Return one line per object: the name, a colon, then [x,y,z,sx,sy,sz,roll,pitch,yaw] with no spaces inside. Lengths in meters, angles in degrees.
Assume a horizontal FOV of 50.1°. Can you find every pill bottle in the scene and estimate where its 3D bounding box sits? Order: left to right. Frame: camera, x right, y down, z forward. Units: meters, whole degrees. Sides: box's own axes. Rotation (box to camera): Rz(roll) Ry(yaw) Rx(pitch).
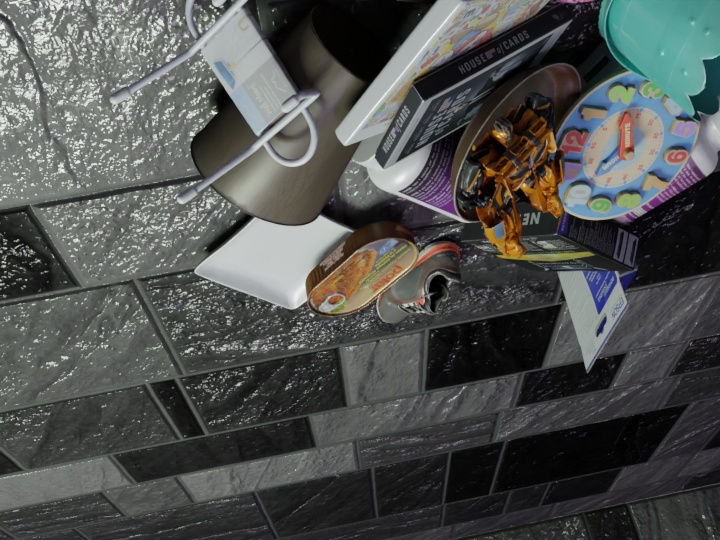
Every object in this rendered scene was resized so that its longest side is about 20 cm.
pill bottle: [0.083,-0.137,0.937,0.197,0.115,0.112,17,137,-37]
pill bottle: [0.395,-0.153,1.017,0.198,0.115,0.111,-34,141,30]

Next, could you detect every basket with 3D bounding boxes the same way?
basket: [-0.062,-0.168,0.833,0.177,0.139,0.200,15,134,-34]

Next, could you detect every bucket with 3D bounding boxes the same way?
bucket: [0.339,-0.268,0.749,0.205,0.135,0.209,-36,154,-21]

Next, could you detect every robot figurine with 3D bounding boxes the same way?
robot figurine: [0.171,-0.098,0.832,0.145,0.058,0.200,-46,152,-5]

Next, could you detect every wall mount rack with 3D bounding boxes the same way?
wall mount rack: [-0.138,-0.170,0.745,0.172,0.202,0.074,-33,-177,28]

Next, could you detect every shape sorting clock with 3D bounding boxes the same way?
shape sorting clock: [0.313,-0.145,0.916,0.194,0.040,0.204,-6,128,-7]

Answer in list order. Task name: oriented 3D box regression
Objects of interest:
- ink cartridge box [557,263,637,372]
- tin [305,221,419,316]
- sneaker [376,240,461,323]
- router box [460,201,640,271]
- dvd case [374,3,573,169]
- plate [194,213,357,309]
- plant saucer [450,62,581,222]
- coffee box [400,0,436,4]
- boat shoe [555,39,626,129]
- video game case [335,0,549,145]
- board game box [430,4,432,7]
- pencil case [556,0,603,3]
ink cartridge box: [0.361,0.017,1.173,0.046,0.204,0.200,-6,147,-7]
tin: [0.000,0.000,1.124,0.110,0.043,0.199,22,131,-38]
sneaker: [0.090,0.039,1.222,0.075,0.084,0.201,9,141,-29]
router box: [0.262,-0.045,1.082,0.154,0.054,0.198,20,170,-30]
dvd case: [0.113,-0.187,0.798,0.198,0.025,0.151,-33,172,-20]
plate: [-0.106,-0.028,1.105,0.198,0.033,0.198,-37,139,30]
plant saucer: [0.167,-0.145,0.860,0.198,0.032,0.202,-34,150,-22]
coffee box: [0.102,-0.341,0.675,0.111,0.081,0.202,-1,145,-17]
boat shoe: [0.285,-0.216,0.935,0.069,0.072,0.200,21,127,-36]
video game case: [0.085,-0.205,0.740,0.180,0.023,0.200,-29,170,-42]
board game box: [0.147,-0.248,0.877,0.093,0.031,0.201,-20,148,10]
pencil case: [0.216,-0.344,0.700,0.081,0.088,0.202,-22,148,-13]
